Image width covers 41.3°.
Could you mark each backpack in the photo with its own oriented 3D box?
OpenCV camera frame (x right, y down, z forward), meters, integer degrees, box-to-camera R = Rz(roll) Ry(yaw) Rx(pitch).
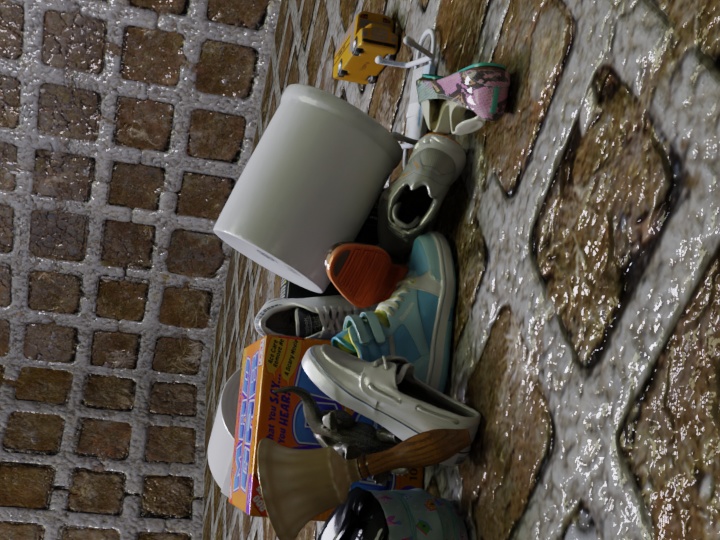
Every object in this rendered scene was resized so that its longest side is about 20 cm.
[{"bbox_3d":[0.028,0.316,0.968,0.167,0.126,0.202,37,117,60],"label":"backpack"}]

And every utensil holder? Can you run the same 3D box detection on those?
[{"bbox_3d":[-0.067,-0.097,1.174,0.201,0.169,0.170,-61,11,-8],"label":"utensil holder"}]

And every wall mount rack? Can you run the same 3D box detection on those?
[{"bbox_3d":[0.058,-0.223,1.241,0.174,0.074,0.202,-164,80,-75],"label":"wall mount rack"}]

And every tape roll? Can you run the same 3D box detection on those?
[{"bbox_3d":[-0.133,0.259,1.511,0.140,0.201,0.204,112,160,-43],"label":"tape roll"}]

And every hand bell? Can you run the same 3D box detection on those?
[{"bbox_3d":[0.011,0.188,0.923,0.104,0.198,0.105,-16,-90,-85],"label":"hand bell"}]

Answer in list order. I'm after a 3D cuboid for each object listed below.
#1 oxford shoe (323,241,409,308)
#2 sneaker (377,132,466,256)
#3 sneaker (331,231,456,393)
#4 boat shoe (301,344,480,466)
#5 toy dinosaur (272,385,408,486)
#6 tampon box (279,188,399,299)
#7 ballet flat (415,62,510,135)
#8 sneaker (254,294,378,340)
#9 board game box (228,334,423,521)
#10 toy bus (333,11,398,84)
[{"bbox_3d":[0.000,0.000,1.126,0.072,0.073,0.200,-59,-28,2],"label":"oxford shoe"},{"bbox_3d":[0.053,-0.070,1.117,0.092,0.075,0.201,-59,-4,-37],"label":"sneaker"},{"bbox_3d":[0.035,0.044,1.072,0.080,0.129,0.202,132,144,-68],"label":"sneaker"},{"bbox_3d":[0.033,0.119,0.978,0.066,0.199,0.073,-66,-15,18],"label":"boat shoe"},{"bbox_3d":[-0.008,0.181,1.018,0.102,0.198,0.078,151,134,-73],"label":"toy dinosaur"},{"bbox_3d":[-0.031,-0.010,1.317,0.126,0.148,0.202,147,129,-78],"label":"tampon box"},{"bbox_3d":[0.105,-0.184,1.046,0.200,0.068,0.072,-156,72,-72],"label":"ballet flat"},{"bbox_3d":[-0.032,0.065,1.195,0.081,0.198,0.077,119,145,-86],"label":"sneaker"},{"bbox_3d":[-0.043,0.196,1.168,0.200,0.198,0.202,149,127,-73],"label":"board game box"},{"bbox_3d":[0.007,-0.357,1.544,0.200,0.064,0.079,154,124,-75],"label":"toy bus"}]
